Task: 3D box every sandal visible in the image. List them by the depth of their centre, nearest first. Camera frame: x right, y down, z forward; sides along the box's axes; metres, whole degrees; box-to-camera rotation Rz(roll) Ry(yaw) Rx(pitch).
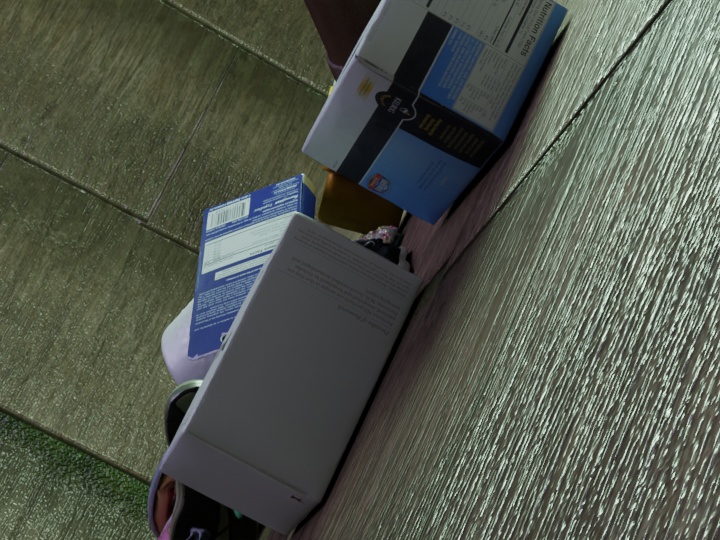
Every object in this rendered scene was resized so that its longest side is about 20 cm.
[{"bbox_3d":[-0.133,0.184,1.644,0.057,0.079,0.202,-113,21,-66],"label":"sandal"}]

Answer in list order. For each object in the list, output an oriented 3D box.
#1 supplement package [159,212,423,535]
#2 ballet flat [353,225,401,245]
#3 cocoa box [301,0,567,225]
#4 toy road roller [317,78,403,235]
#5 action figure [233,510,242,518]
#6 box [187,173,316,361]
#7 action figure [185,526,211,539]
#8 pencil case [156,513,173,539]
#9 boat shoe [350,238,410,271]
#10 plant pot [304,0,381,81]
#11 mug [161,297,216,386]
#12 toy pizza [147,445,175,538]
[{"bbox_3d":[-0.054,0.081,1.424,0.201,0.117,0.117,-64,5,-25],"label":"supplement package"},{"bbox_3d":[-0.027,0.031,1.800,0.201,0.064,0.076,-63,7,-19],"label":"ballet flat"},{"bbox_3d":[0.055,-0.147,1.462,0.134,0.131,0.200,-63,4,-22],"label":"cocoa box"},{"bbox_3d":[0.014,-0.105,1.852,0.200,0.122,0.147,-93,16,-83],"label":"toy road roller"},{"bbox_3d":[-0.069,0.157,1.556,0.118,0.055,0.200,-58,1,22],"label":"action figure"},{"bbox_3d":[-0.106,0.003,1.817,0.121,0.032,0.201,-18,43,23],"label":"box"},{"bbox_3d":[-0.200,0.298,1.555,0.105,0.192,0.201,55,-148,-51],"label":"action figure"},{"bbox_3d":[-0.148,0.251,1.737,0.201,0.082,0.087,-61,18,17],"label":"pencil case"},{"bbox_3d":[-0.001,0.002,1.640,0.075,0.066,0.199,-62,4,6],"label":"boat shoe"},{"bbox_3d":[0.024,-0.274,1.679,0.199,0.199,0.201,-25,27,13],"label":"plant pot"},{"bbox_3d":[-0.083,0.052,1.928,0.175,0.148,0.200,-46,-16,24],"label":"mug"},{"bbox_3d":[-0.128,0.186,1.809,0.200,0.032,0.201,-40,-29,-28],"label":"toy pizza"}]
